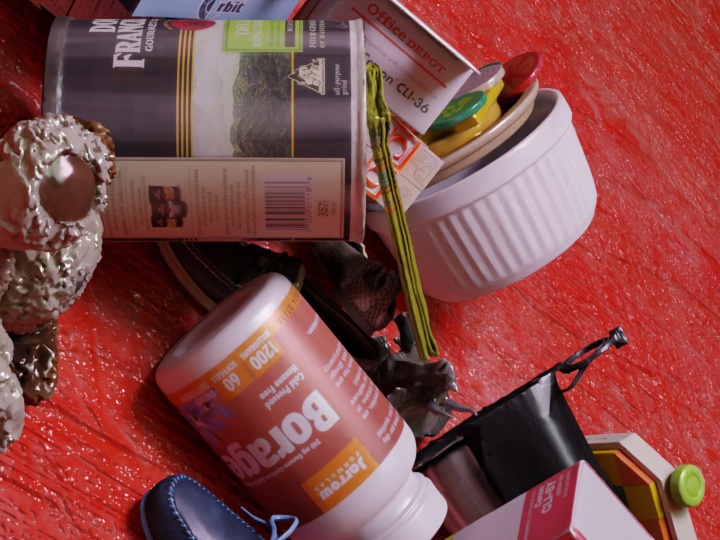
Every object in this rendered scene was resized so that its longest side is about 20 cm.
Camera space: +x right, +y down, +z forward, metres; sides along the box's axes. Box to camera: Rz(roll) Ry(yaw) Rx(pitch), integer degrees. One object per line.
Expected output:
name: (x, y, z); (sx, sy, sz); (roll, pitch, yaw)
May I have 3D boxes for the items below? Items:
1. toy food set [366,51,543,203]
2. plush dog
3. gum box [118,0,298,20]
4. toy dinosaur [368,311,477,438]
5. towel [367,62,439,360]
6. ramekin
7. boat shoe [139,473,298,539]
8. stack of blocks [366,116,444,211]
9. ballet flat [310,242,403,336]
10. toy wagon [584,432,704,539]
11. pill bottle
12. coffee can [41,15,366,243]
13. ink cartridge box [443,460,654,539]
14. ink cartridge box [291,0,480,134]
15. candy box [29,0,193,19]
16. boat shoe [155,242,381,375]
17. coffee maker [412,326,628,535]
toy food set: (0.065, -0.124, 1.376); (0.049, 0.197, 0.200); (60, 30, -16)
plush dog: (-0.211, -0.009, 0.920); (0.160, 0.201, 0.172); (25, 10, 20)
gum box: (-0.155, -0.254, 1.147); (0.200, 0.045, 0.169); (46, 28, 21)
toy dinosaur: (0.039, 0.093, 1.269); (0.200, 0.076, 0.103); (72, -2, -75)
towel: (0.029, -0.040, 1.138); (0.086, 0.018, 0.201); (-92, 170, -58)
ramekin: (0.107, -0.060, 1.391); (0.106, 0.199, 0.200); (60, 28, -16)
boat shoe: (-0.052, 0.196, 1.021); (0.200, 0.068, 0.084); (46, 31, -19)
stack of blocks: (-0.029, -0.131, 1.295); (0.115, 0.059, 0.200); (35, 7, -36)
ballet flat: (0.000, 0.000, 1.243); (0.067, 0.046, 0.200); (47, 4, -14)
toy wagon: (0.220, 0.230, 1.309); (0.039, 0.155, 0.202); (-20, 96, -40)
pill bottle: (-0.035, 0.109, 1.087); (0.200, 0.112, 0.112); (50, 30, -11)
coffee can: (-0.097, -0.090, 1.055); (0.146, 0.198, 0.148); (180, -90, -88)
ink cartridge box: (0.110, 0.241, 1.090); (0.145, 0.199, 0.084); (47, 27, -15)
ink cartridge box: (0.015, -0.171, 1.249); (0.116, 0.068, 0.200); (37, 4, -13)
candy box: (-0.180, -0.218, 1.178); (0.200, 0.061, 0.136); (38, 27, 3)
boat shoe: (-0.064, 0.014, 1.183); (0.200, 0.065, 0.073); (41, 33, -25)
coffee maker: (0.156, 0.183, 1.219); (0.201, 0.192, 0.134); (58, 34, 4)
